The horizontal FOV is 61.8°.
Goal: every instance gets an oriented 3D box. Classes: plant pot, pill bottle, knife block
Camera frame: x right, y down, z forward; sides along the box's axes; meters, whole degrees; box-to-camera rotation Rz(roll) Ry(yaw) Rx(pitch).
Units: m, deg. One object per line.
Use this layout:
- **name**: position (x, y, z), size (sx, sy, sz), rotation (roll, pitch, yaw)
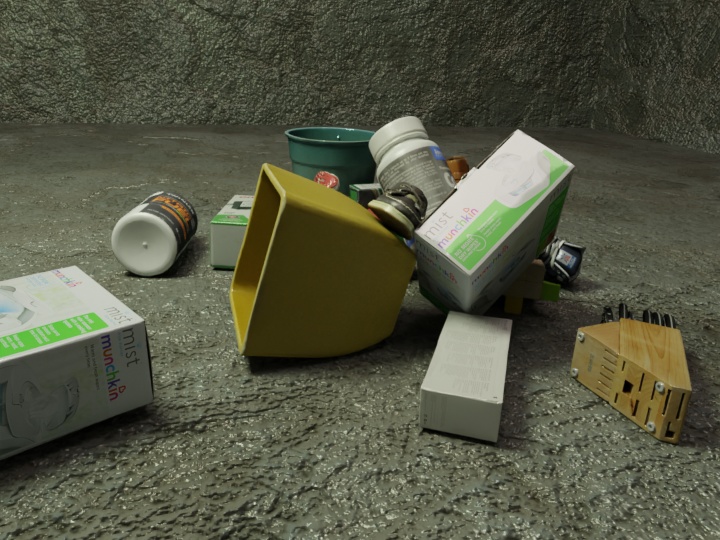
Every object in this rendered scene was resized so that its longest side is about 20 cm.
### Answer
- **plant pot**: position (-0.055, -0.176, 1.212), size (0.197, 0.199, 0.201), rotation (3, 19, -1)
- **pill bottle**: position (-0.341, -0.073, 1.029), size (0.105, 0.108, 0.200), rotation (2, 20, -3)
- **pill bottle**: position (0.093, -0.133, 0.957), size (0.113, 0.202, 0.114), rotation (-22, -13, -5)
- **knife block**: position (0.348, 0.104, 0.706), size (0.173, 0.065, 0.200), rotation (-6, 22, -21)
- **plant pot**: position (-0.046, -0.002, 0.779), size (0.198, 0.198, 0.194), rotation (13, 16, -21)

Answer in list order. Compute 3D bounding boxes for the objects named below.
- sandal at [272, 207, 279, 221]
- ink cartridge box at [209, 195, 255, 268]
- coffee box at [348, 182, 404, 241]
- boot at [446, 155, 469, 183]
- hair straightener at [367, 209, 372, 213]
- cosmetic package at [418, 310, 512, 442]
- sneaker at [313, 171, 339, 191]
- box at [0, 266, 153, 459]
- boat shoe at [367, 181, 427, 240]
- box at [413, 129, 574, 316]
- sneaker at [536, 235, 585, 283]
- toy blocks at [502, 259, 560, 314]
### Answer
- **sandal**: position (-0.127, -0.058, 0.909), size (0.079, 0.201, 0.058), rotation (3, 56, -36)
- **ink cartridge box**: position (-0.177, -0.072, 1.079), size (0.144, 0.084, 0.200), rotation (3, 20, -1)
- **coffee box**: position (0.070, -0.108, 1.158), size (0.198, 0.125, 0.044), rotation (-7, 21, -29)
- **boot**: position (0.204, -0.146, 1.218), size (0.076, 0.157, 0.200), rotation (-2, 19, 12)
- **hair straightener**: position (-0.020, -0.048, 1.028), size (0.198, 0.077, 0.041), rotation (-22, 43, 27)
- **cosmetic package**: position (0.124, 0.111, 0.678), size (0.081, 0.051, 0.200), rotation (6, 20, 16)
- **sneaker**: position (-0.052, -0.102, 1.059), size (0.081, 0.201, 0.079), rotation (9, 63, -3)
- **box**: position (-0.333, 0.084, 0.603), size (0.175, 0.098, 0.199), rotation (-17, 27, -39)
- **boat shoe**: position (0.054, -0.085, 0.794), size (0.073, 0.065, 0.200), rotation (40, 4, -5)
- **box**: position (0.170, -0.049, 0.791), size (0.200, 0.177, 0.097), rotation (-43, 66, -15)
- **sneaker**: position (0.292, -0.043, 0.977), size (0.108, 0.071, 0.200), rotation (25, -8, 46)
- **toy blocks**: position (0.208, 0.000, 0.955), size (0.197, 0.101, 0.137), rotation (8, 9, 11)
